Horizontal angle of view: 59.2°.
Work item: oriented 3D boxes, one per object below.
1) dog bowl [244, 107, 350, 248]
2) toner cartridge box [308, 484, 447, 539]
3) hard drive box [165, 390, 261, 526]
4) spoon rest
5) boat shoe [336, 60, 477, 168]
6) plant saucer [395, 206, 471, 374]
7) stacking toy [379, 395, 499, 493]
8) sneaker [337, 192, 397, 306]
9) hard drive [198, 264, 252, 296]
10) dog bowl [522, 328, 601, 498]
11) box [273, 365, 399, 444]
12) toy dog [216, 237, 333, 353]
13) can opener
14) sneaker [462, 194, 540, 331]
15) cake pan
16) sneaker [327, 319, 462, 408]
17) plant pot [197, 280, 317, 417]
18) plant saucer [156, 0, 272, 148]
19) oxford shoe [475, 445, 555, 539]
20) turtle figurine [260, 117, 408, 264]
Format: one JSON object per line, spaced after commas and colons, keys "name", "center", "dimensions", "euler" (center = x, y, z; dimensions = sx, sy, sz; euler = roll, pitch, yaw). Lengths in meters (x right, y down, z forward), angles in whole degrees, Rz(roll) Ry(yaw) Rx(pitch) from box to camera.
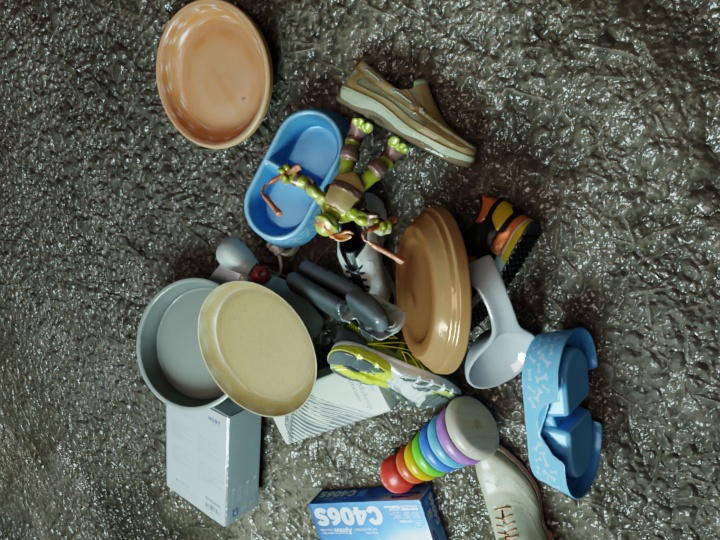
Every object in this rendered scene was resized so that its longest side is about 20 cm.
{"name": "dog bowl", "center": [-0.085, -0.125, 0.847], "dimensions": [0.111, 0.050, 0.201], "euler": [30, 97, 8]}
{"name": "toner cartridge box", "center": [0.024, 0.382, 0.961], "dimensions": [0.199, 0.043, 0.096], "euler": [-15, 97, 30]}
{"name": "hard drive box", "center": [-0.244, 0.287, 1.044], "dimensions": [0.155, 0.077, 0.201], "euler": [18, 112, 33]}
{"name": "spoon rest", "center": [0.161, 0.076, 0.751], "dimensions": [0.099, 0.061, 0.201], "euler": [-25, 131, -4]}
{"name": "boat shoe", "center": [0.064, -0.199, 0.777], "dimensions": [0.199, 0.072, 0.076], "euler": [33, 100, 15]}
{"name": "plant saucer", "center": [0.080, 0.024, 0.761], "dimensions": [0.037, 0.200, 0.201], "euler": [-3, 105, -12]}
{"name": "stacking toy", "center": [0.093, 0.251, 0.867], "dimensions": [0.085, 0.085, 0.200], "euler": [51, 127, 7]}
{"name": "sneaker", "center": [0.000, 0.000, 0.854], "dimensions": [0.073, 0.080, 0.201], "euler": [-4, 103, 26]}
{"name": "hard drive", "center": [-0.177, 0.091, 1.000], "dimensions": [0.200, 0.027, 0.132], "euler": [50, 120, 8]}
{"name": "dog bowl", "center": [0.238, 0.165, 0.749], "dimensions": [0.049, 0.111, 0.201], "euler": [2, 105, 41]}
{"name": "box", "center": [-0.037, 0.183, 0.925], "dimensions": [0.199, 0.068, 0.082], "euler": [-27, 90, 31]}
{"name": "toy dog", "center": [-0.121, 0.036, 0.921], "dimensions": [0.201, 0.131, 0.096], "euler": [62, 159, 6]}
{"name": "can opener", "center": [-0.022, 0.030, 0.808], "dimensions": [0.200, 0.053, 0.067], "euler": [24, 146, 43]}
{"name": "sneaker", "center": [0.137, -0.001, 0.794], "dimensions": [0.090, 0.070, 0.201], "euler": [44, 118, 26]}
{"name": "cake pan", "center": [-0.251, 0.112, 0.973], "dimensions": [0.199, 0.037, 0.202], "euler": [-2, 84, 18]}
{"name": "sneaker", "center": [0.054, 0.115, 0.833], "dimensions": [0.199, 0.085, 0.074], "euler": [27, 140, -22]}
{"name": "plant pot", "center": [-0.139, 0.106, 0.872], "dimensions": [0.199, 0.027, 0.201], "euler": [10, 111, 26]}
{"name": "plant saucer", "center": [-0.204, -0.277, 0.903], "dimensions": [0.199, 0.037, 0.201], "euler": [7, 107, 25]}
{"name": "oxford shoe", "center": [0.203, 0.326, 0.833], "dimensions": [0.071, 0.074, 0.201], "euler": [-28, 89, 31]}
{"name": "turtle figurine", "center": [-0.006, -0.096, 0.775], "dimensions": [0.199, 0.064, 0.162], "euler": [27, 74, 16]}
